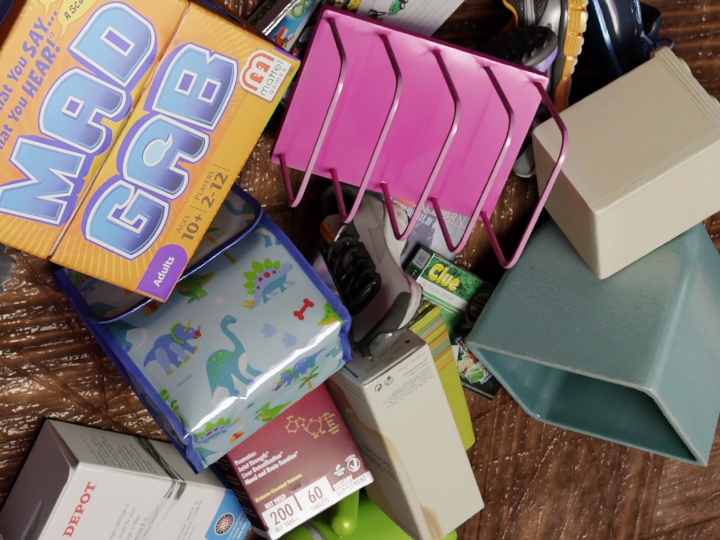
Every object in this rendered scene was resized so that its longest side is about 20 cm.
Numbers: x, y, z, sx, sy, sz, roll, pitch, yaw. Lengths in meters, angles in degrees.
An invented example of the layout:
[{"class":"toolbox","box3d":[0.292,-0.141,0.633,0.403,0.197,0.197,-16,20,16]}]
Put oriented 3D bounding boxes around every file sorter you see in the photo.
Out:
[{"class":"file sorter","box3d":[0.047,-0.101,1.239,0.200,0.125,0.139,15,116,-16]}]

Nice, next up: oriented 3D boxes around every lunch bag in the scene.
[{"class":"lunch bag","box3d":[-0.128,0.029,1.253,0.170,0.200,0.127,-34,160,-14]}]

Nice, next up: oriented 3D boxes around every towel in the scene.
[{"class":"towel","box3d":[0.059,0.123,1.476,0.086,0.018,0.200,-38,136,-21]}]

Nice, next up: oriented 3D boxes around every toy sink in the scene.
[{"class":"toy sink","box3d":[0.263,-0.109,1.375,0.200,0.112,0.130,-31,153,-5]}]

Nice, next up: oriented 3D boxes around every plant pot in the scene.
[{"class":"plant pot","box3d":[0.251,0.041,1.479,0.196,0.196,0.200,46,64,-52]}]

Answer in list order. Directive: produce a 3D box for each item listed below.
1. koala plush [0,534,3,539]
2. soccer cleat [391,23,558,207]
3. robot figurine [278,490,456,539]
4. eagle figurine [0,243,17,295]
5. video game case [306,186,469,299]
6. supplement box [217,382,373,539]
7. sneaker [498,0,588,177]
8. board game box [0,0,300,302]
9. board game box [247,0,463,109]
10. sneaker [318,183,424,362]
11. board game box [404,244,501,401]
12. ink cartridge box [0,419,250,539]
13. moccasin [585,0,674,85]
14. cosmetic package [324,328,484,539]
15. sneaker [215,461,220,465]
[{"class":"koala plush","box3d":[-0.379,0.245,1.211,0.200,0.177,0.184,-21,118,-13]},{"class":"soccer cleat","box3d":[0.093,-0.134,1.339,0.200,0.068,0.073,-37,123,8]},{"class":"robot figurine","box3d":[-0.008,0.283,1.508,0.200,0.116,0.176,-17,135,-24]},{"class":"eagle figurine","box3d":[-0.372,0.044,1.161,0.152,0.151,0.200,-24,175,30]},{"class":"video game case","box3d":[0.031,-0.031,1.424,0.143,0.019,0.200,24,102,-39]},{"class":"supplement box","box3d":[-0.084,0.120,1.348,0.109,0.061,0.200,-29,95,-16]},{"class":"sneaker","box3d":[0.151,-0.177,1.392,0.077,0.078,0.200,5,122,-3]},{"class":"board game box","box3d":[-0.206,-0.133,1.098,0.200,0.200,0.200,23,102,-38]},{"class":"board game box","box3d":[-0.002,-0.216,1.289,0.200,0.035,0.126,-46,131,-2]},{"class":"sneaker","box3d":[0.000,0.000,1.296,0.079,0.200,0.074,31,118,-27]},{"class":"board game box","box3d":[0.094,0.054,1.492,0.200,0.023,0.105,28,100,-47]},{"class":"ink cartridge box","box3d":[-0.209,0.225,1.369,0.200,0.084,0.146,19,105,-38]},{"class":"moccasin","box3d":[0.247,-0.220,1.412,0.068,0.081,0.200,-26,128,-3]},{"class":"cosmetic package","box3d":[0.031,0.136,1.364,0.071,0.105,0.200,-33,125,-18]},{"class":"sneaker","box3d":[-0.056,0.131,1.424,0.200,0.081,0.084,-2,104,-35]}]
